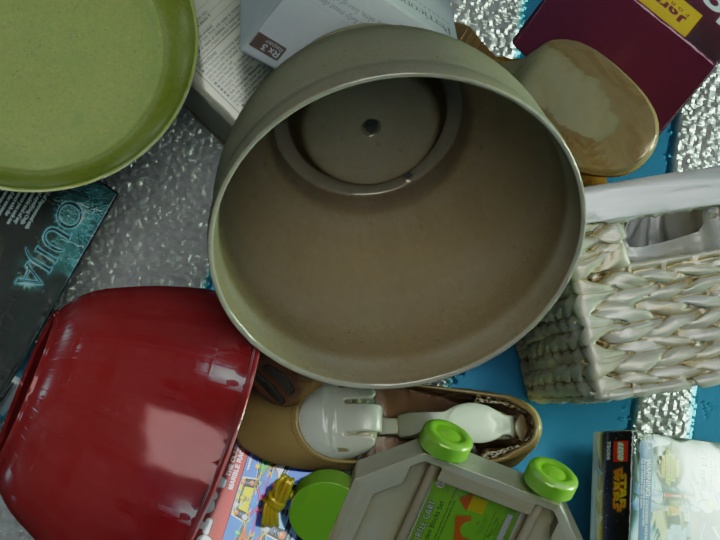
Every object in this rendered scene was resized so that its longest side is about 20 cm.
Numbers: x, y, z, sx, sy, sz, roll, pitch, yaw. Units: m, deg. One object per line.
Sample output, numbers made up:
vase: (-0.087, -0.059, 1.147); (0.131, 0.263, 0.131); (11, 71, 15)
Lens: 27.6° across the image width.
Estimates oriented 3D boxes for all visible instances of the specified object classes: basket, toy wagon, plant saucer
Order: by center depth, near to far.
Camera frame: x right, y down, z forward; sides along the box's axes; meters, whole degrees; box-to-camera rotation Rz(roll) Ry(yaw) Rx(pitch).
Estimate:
plant saucer: (-0.199, -0.140, 0.893); (0.199, 0.031, 0.201); (3, 75, -10)
toy wagon: (0.037, 0.165, 0.906); (0.199, 0.040, 0.156); (21, 112, -4)
basket: (0.170, 0.013, 0.907); (0.135, 0.200, 0.124); (-9, 87, -7)

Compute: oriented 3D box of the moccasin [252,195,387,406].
moccasin: (-0.001, -0.001, 0.924); (0.074, 0.078, 0.201); (51, 49, -8)

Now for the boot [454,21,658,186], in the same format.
boot: (0.128, -0.081, 0.906); (0.201, 0.144, 0.071); (34, 85, 43)

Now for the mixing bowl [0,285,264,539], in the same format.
mixing bowl: (-0.144, 0.086, 0.848); (0.108, 0.200, 0.201); (24, 78, -14)

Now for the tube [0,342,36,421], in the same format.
tube: (-0.281, 0.025, 0.905); (0.200, 0.050, 0.078); (35, 77, -15)

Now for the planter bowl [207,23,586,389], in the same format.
planter bowl: (0.013, -0.054, 0.813); (0.199, 0.201, 0.135); (-3, 37, -6)

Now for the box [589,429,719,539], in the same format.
box: (0.204, 0.207, 0.922); (0.136, 0.040, 0.201); (11, 77, -33)

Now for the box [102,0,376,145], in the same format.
box: (-0.069, -0.132, 0.967); (0.095, 0.078, 0.200); (-43, 86, -11)

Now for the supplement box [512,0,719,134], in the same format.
supplement box: (0.201, -0.184, 0.955); (0.110, 0.086, 0.200); (40, 48, 3)

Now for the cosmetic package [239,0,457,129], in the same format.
cosmetic package: (-0.012, -0.192, 0.915); (0.112, 0.081, 0.201); (25, 34, -28)

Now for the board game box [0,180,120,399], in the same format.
board game box: (-0.249, 0.001, 0.883); (0.135, 0.028, 0.201); (33, 66, -15)

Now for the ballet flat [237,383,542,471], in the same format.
ballet flat: (0.021, 0.092, 0.928); (0.199, 0.063, 0.069); (2, 79, -14)

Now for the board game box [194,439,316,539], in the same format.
board game box: (-0.076, 0.144, 0.946); (0.102, 0.019, 0.201); (17, 78, -1)
